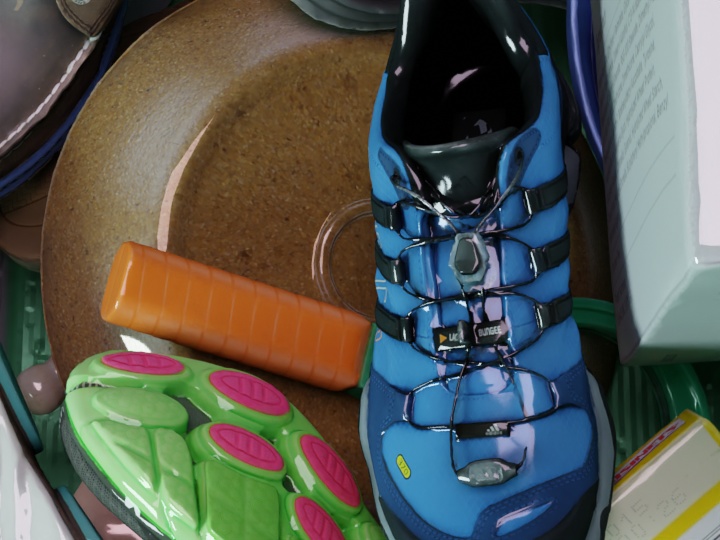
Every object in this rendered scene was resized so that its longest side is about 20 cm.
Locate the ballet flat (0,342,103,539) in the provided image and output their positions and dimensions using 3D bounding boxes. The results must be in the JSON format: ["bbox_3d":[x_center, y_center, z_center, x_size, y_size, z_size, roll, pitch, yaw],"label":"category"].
[{"bbox_3d":[-0.112,0.073,0.881,0.069,0.069,0.200,-29,81,-7],"label":"ballet flat"}]

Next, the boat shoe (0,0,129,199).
[{"bbox_3d":[-0.098,-0.114,0.949,0.072,0.072,0.200,26,73,-1],"label":"boat shoe"}]

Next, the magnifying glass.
[{"bbox_3d":[0.017,0.032,0.906,0.200,0.022,0.080,19,77,-20],"label":"magnifying glass"}]

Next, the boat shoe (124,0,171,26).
[{"bbox_3d":[-0.092,-0.141,1.041,0.070,0.071,0.200,25,74,43],"label":"boat shoe"}]

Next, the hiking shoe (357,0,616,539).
[{"bbox_3d":[0.027,0.002,0.841,0.074,0.087,0.200,-11,55,11],"label":"hiking shoe"}]

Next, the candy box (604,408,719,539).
[{"bbox_3d":[0.120,0.148,0.860,0.102,0.026,0.200,-39,99,0],"label":"candy box"}]

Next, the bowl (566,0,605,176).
[{"bbox_3d":[0.163,-0.074,0.930,0.200,0.039,0.201,0,80,0],"label":"bowl"}]

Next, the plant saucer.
[{"bbox_3d":[0.000,0.000,0.932,0.200,0.035,0.201,3,82,-21],"label":"plant saucer"}]

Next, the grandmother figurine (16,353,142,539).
[{"bbox_3d":[-0.055,0.060,0.955,0.121,0.061,0.200,35,70,-11],"label":"grandmother figurine"}]

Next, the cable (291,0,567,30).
[{"bbox_3d":[0.056,-0.098,0.972,0.200,0.050,0.097,-23,83,-34],"label":"cable"}]

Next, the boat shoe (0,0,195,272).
[{"bbox_3d":[-0.036,-0.060,0.994,0.200,0.063,0.073,-39,51,-10],"label":"boat shoe"}]

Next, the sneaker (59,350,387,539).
[{"bbox_3d":[-0.021,0.105,0.879,0.200,0.084,0.077,45,32,-15],"label":"sneaker"}]

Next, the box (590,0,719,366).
[{"bbox_3d":[0.170,-0.053,0.805,0.198,0.200,0.131,-4,81,-1],"label":"box"}]
